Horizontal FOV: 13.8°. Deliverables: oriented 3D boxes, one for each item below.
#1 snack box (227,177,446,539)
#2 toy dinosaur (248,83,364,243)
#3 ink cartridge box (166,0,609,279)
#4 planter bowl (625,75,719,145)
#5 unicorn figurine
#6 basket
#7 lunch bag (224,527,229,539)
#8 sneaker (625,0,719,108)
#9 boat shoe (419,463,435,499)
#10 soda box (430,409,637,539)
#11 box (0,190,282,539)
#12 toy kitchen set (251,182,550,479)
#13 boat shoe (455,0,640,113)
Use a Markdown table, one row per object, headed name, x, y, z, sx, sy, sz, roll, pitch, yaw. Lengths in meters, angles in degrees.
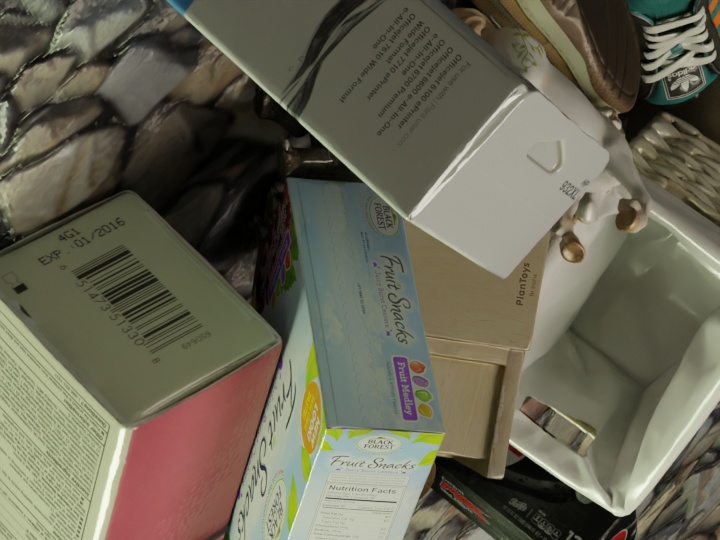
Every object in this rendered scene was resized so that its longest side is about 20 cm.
| name | x | y | z | sx | sy | sz | roll | pitch | yaw |
| --- | --- | --- | --- | --- | --- | --- | --- | --- | --- |
| snack box | -0.020 | 0.081 | 1.546 | 0.067 | 0.169 | 0.200 | 2 | 138 | -14 |
| toy dinosaur | -0.004 | -0.054 | 1.579 | 0.102 | 0.077 | 0.201 | -7 | 121 | -17 |
| ink cartridge box | 0.006 | -0.099 | 1.408 | 0.084 | 0.200 | 0.145 | -49 | 157 | 5 |
| planter bowl | 0.260 | -0.108 | 1.882 | 0.200 | 0.200 | 0.135 | -28 | 123 | -38 |
| unicorn figurine | 0.105 | -0.066 | 1.578 | 0.074 | 0.138 | 0.200 | -21 | 124 | 16 |
| basket | 0.170 | 0.022 | 1.795 | 0.200 | 0.135 | 0.123 | -58 | 175 | 36 |
| lunch bag | -0.090 | 0.208 | 1.843 | 0.170 | 0.127 | 0.200 | -62 | -178 | 32 |
| sneaker | 0.184 | -0.141 | 1.734 | 0.071 | 0.080 | 0.200 | -15 | 174 | 7 |
| boat shoe | -0.007 | 0.141 | 1.897 | 0.071 | 0.065 | 0.200 | -35 | 170 | -23 |
| soda box | 0.080 | 0.119 | 1.886 | 0.063 | 0.200 | 0.071 | -47 | 158 | -15 |
| box | -0.135 | 0.081 | 1.550 | 0.109 | 0.128 | 0.200 | -29 | 152 | -35 |
| toy kitchen set | 0.000 | 0.000 | 1.747 | 0.162 | 0.180 | 0.201 | 9 | 94 | -16 |
| boat shoe | 0.087 | -0.149 | 1.612 | 0.200 | 0.076 | 0.072 | 51 | 39 | -46 |
